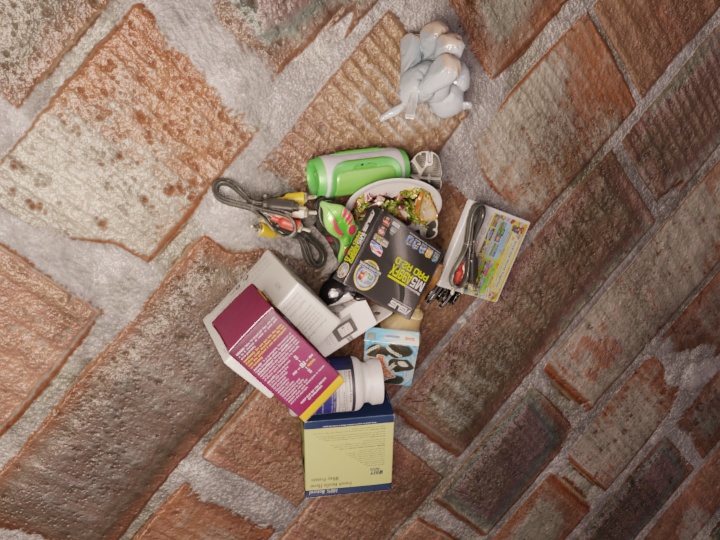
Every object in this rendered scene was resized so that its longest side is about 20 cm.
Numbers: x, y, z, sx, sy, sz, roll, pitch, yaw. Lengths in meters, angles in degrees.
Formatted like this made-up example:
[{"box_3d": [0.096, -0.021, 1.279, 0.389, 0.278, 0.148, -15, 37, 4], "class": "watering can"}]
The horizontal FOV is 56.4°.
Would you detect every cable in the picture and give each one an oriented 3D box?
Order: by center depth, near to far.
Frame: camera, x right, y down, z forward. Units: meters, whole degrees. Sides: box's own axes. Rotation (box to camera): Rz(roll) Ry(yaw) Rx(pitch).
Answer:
[{"box_3d": [-0.182, -0.112, 1.253, 0.197, 0.050, 0.098, 9, 78, 3], "class": "cable"}, {"box_3d": [-0.133, -0.082, 1.345, 0.200, 0.050, 0.098, 38, 74, -46], "class": "cable"}, {"box_3d": [0.219, -0.042, 1.426, 0.096, 0.050, 0.203, -12, 108, -36], "class": "cable"}]

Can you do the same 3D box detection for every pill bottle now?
[{"box_3d": [-0.054, 0.240, 1.412, 0.197, 0.116, 0.117, -3, 113, -10], "class": "pill bottle"}]

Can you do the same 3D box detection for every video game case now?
[{"box_3d": [0.274, -0.041, 1.504, 0.180, 0.023, 0.202, 15, 102, -31], "class": "video game case"}]

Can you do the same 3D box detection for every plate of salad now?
[{"box_3d": [0.067, -0.116, 1.355, 0.197, 0.049, 0.201, -4, 151, -2], "class": "plate of salad"}]

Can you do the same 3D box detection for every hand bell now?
[{"box_3d": [0.128, 0.063, 1.463, 0.103, 0.105, 0.201, 7, 126, -29], "class": "hand bell"}]

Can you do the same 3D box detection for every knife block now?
[{"box_3d": [0.202, -0.019, 1.527, 0.174, 0.064, 0.203, -12, 116, -23], "class": "knife block"}]

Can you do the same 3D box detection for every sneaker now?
[{"box_3d": [-0.047, -0.086, 1.346, 0.077, 0.084, 0.201, -40, 153, -13], "class": "sneaker"}, {"box_3d": [0.136, -0.167, 1.422, 0.080, 0.084, 0.202, 9, 130, 13], "class": "sneaker"}]

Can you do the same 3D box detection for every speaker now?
[{"box_3d": [-0.004, -0.194, 1.334, 0.198, 0.088, 0.090, -11, 115, -23], "class": "speaker"}]

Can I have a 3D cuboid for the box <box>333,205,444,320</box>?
[{"box_3d": [0.060, -0.012, 1.336, 0.199, 0.044, 0.162, 31, 86, -38], "class": "box"}]

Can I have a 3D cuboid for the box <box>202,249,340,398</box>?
[{"box_3d": [-0.176, 0.097, 1.299, 0.199, 0.200, 0.131, -47, 122, -3], "class": "box"}]

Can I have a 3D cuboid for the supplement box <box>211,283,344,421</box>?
[{"box_3d": [-0.140, 0.138, 1.140, 0.103, 0.131, 0.200, -44, 120, -5], "class": "supplement box"}]

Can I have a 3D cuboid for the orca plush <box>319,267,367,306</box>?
[{"box_3d": [0.000, 0.000, 1.370, 0.198, 0.106, 0.072, -19, 137, -7], "class": "orca plush"}]

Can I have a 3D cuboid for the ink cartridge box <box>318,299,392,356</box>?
[{"box_3d": [-0.044, 0.106, 1.416, 0.199, 0.116, 0.067, -32, 105, -13], "class": "ink cartridge box"}]

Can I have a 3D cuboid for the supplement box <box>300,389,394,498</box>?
[{"box_3d": [-0.034, 0.376, 1.502, 0.197, 0.135, 0.202, -3, 113, -8], "class": "supplement box"}]

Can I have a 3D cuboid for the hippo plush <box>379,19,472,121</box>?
[{"box_3d": [0.163, -0.362, 1.305, 0.160, 0.158, 0.203, 18, 83, -43], "class": "hippo plush"}]

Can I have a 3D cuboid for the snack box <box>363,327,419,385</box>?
[{"box_3d": [0.064, 0.192, 1.477, 0.114, 0.037, 0.201, 5, 146, 3], "class": "snack box"}]
